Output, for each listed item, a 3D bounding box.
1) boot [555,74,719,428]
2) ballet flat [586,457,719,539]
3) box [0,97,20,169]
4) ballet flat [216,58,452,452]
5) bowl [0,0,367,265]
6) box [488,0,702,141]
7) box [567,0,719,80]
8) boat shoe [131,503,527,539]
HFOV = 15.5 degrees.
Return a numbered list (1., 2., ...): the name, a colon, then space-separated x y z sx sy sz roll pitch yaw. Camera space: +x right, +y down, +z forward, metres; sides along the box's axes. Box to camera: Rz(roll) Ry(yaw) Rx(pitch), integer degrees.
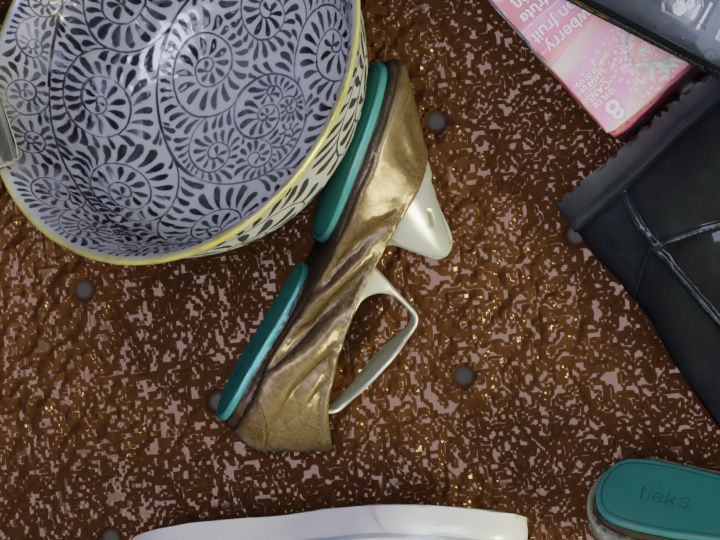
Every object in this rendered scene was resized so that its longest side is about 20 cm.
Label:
1. boot: 0.205 0.005 1.222 0.165 0.066 0.200 -42 80 39
2. ballet flat: 0.199 0.129 1.216 0.199 0.062 0.068 14 56 32
3. box: -0.265 -0.094 1.277 0.200 0.050 0.158 -22 87 40
4. ballet flat: 0.000 0.000 1.280 0.072 0.068 0.201 23 95 -12
5. bowl: -0.069 -0.085 1.257 0.200 0.094 0.202 -9 68 25
6. box: 0.162 -0.160 1.227 0.200 0.103 0.095 -42 84 7
7. box: 0.148 -0.201 1.151 0.157 0.051 0.201 29 93 17
8. boat shoe: -0.017 0.151 1.270 0.199 0.072 0.069 -6 78 9
